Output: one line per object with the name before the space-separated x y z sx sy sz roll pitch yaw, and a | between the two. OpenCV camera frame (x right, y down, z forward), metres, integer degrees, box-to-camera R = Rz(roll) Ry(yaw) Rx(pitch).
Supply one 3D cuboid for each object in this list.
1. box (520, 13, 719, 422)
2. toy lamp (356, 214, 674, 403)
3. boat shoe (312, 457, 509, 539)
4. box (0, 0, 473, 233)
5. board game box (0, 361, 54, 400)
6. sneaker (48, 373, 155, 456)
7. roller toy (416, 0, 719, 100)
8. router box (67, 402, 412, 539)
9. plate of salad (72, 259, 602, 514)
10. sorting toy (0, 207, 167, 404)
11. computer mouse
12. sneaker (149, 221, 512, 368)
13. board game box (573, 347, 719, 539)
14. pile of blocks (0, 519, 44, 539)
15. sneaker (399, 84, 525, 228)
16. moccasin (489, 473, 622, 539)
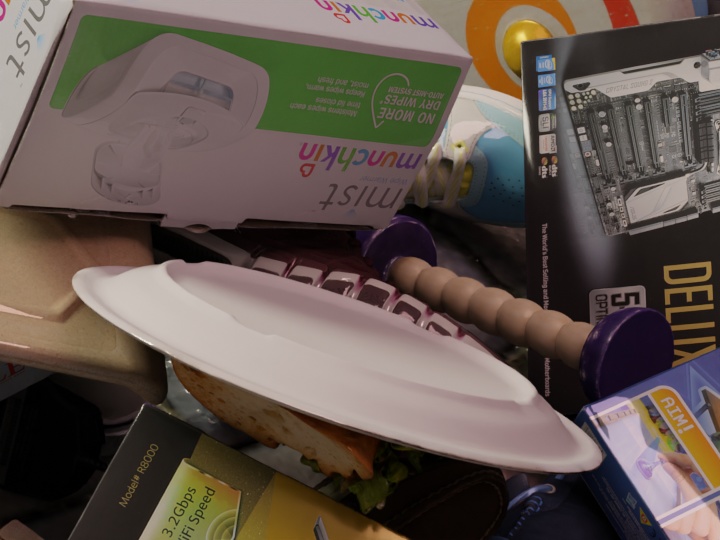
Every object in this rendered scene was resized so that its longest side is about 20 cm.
box | 0.159 -0.022 0.917 0.157 0.050 0.201 -6 68 17
toy lamp | 0.052 0.014 0.887 0.058 0.058 0.200 -19 26 -39
boat shoe | -0.017 0.141 0.703 0.202 0.075 0.075 -37 43 -13
box | -0.088 -0.104 0.794 0.199 0.097 0.177 4 34 -41
board game box | -0.256 0.009 0.773 0.199 0.041 0.200 -29 55 -18
sneaker | -0.174 0.005 0.844 0.199 0.071 0.073 25 38 7
roller toy | 0.122 -0.141 1.061 0.200 0.183 0.140 36 41 19
router box | -0.048 0.168 0.628 0.157 0.052 0.201 25 75 8
plate of salad | -0.010 0.042 0.687 0.199 0.048 0.200 18 7 -2
sorting toy | -0.172 -0.029 0.737 0.199 0.037 0.185 17 33 -23
computer mouse | -0.101 0.077 0.804 0.199 0.059 0.034 20 22 -2
sneaker | 0.000 0.000 0.849 0.199 0.076 0.116 28 42 -1
board game box | 0.190 0.120 0.774 0.135 0.035 0.200 -20 65 -24
pile of blocks | -0.137 0.131 0.714 0.199 0.062 0.082 -5 44 -28
sneaker | 0.012 -0.048 0.988 0.199 0.080 0.131 19 35 15
moccasin | 0.073 0.125 0.817 0.068 0.081 0.200 30 24 22
